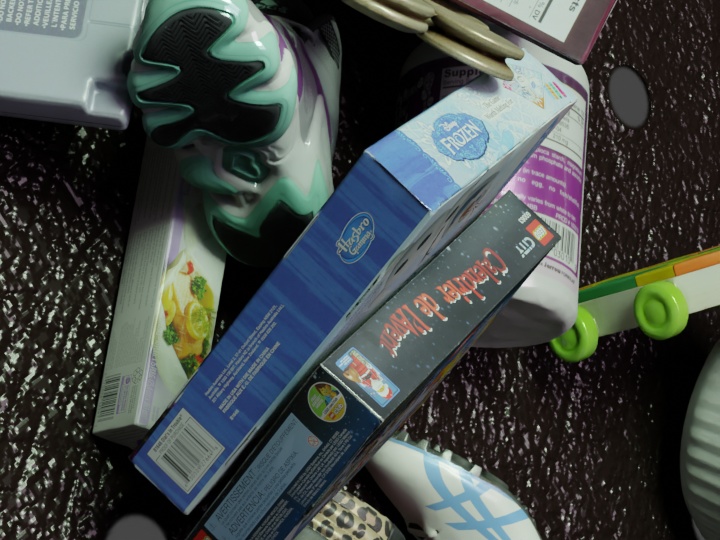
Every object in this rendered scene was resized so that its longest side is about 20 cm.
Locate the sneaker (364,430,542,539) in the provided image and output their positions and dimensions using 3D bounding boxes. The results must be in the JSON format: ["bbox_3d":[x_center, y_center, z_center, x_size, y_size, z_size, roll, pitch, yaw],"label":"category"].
[{"bbox_3d":[0.068,0.162,1.015,0.200,0.072,0.073,46,72,-16],"label":"sneaker"}]

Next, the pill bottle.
[{"bbox_3d":[0.072,-0.066,1.045,0.112,0.112,0.202,20,66,-36],"label":"pill bottle"}]

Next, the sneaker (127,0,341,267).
[{"bbox_3d":[-0.054,-0.108,0.887,0.201,0.077,0.141,76,17,-57],"label":"sneaker"}]

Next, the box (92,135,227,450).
[{"bbox_3d":[-0.092,-0.009,0.932,0.039,0.041,0.202,24,63,-38],"label":"box"}]

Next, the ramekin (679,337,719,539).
[{"bbox_3d":[0.286,0.105,1.159,0.199,0.105,0.202,-19,117,-44],"label":"ramekin"}]

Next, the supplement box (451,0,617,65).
[{"bbox_3d":[0.033,-0.191,0.928,0.199,0.110,0.086,24,101,-17],"label":"supplement box"}]

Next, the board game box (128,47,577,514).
[{"bbox_3d":[0.000,0.000,0.872,0.043,0.200,0.199,43,29,6],"label":"board game box"}]

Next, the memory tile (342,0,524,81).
[{"bbox_3d":[-0.013,-0.146,0.888,0.152,0.200,0.017,21,103,-25],"label":"memory tile"}]

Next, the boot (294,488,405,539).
[{"bbox_3d":[-0.014,0.206,0.930,0.200,0.073,0.151,43,55,-19],"label":"boot"}]

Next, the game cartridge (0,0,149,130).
[{"bbox_3d":[-0.159,-0.166,0.868,0.132,0.041,0.202,9,69,-4],"label":"game cartridge"}]

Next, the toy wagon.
[{"bbox_3d":[0.209,0.007,1.086,0.154,0.199,0.040,-17,88,-42],"label":"toy wagon"}]

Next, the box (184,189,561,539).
[{"bbox_3d":[0.010,0.054,0.885,0.038,0.137,0.200,41,37,6],"label":"box"}]
